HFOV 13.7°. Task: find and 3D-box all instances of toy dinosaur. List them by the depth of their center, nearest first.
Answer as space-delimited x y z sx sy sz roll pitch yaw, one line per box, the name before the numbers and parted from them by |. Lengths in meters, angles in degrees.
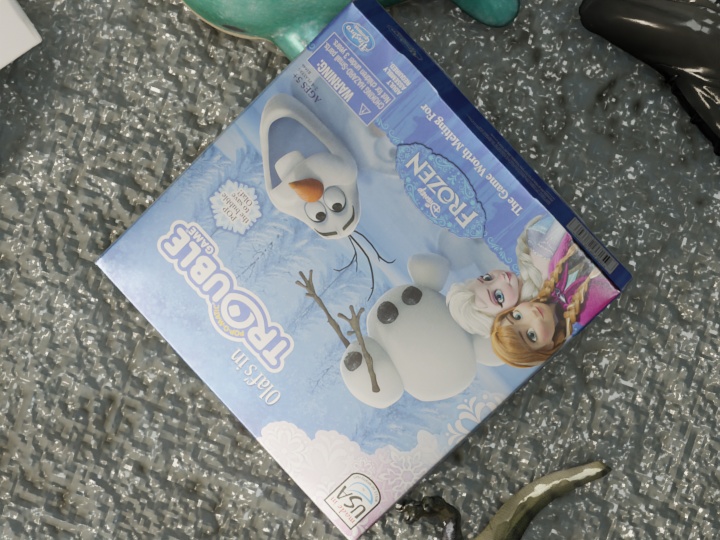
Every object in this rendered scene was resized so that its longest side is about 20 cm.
toy dinosaur | 0.041 0.162 1.545 0.088 0.047 0.201 35 85 -24

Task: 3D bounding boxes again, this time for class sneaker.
sneaker | 0.202 -0.089 1.555 0.199 0.076 0.091 24 95 4

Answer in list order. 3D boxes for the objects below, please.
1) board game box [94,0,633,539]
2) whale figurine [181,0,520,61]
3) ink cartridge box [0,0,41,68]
board game box | 0.000 0.000 1.528 0.200 0.043 0.199 46 109 2
whale figurine | -0.009 -0.180 1.540 0.198 0.104 0.160 11 86 -1
ink cartridge box | -0.238 -0.127 1.522 0.199 0.117 0.067 -35 123 -2
